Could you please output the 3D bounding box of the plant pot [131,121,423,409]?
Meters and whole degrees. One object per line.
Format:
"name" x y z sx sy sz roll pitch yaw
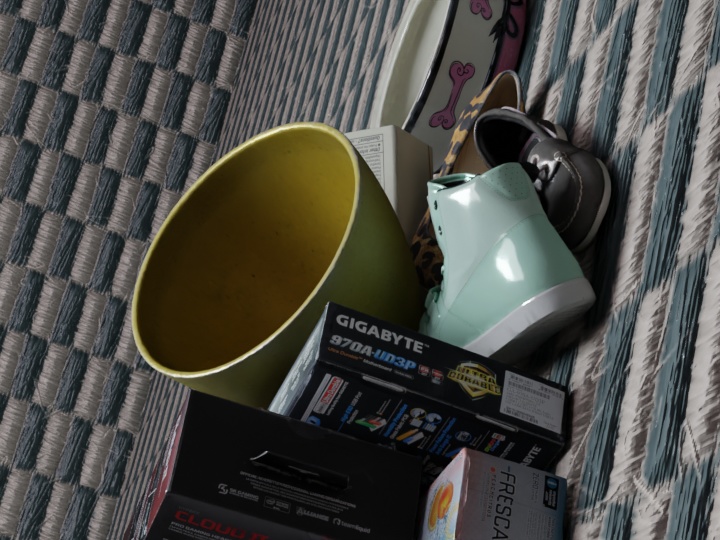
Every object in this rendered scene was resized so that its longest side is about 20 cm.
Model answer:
"plant pot" -0.036 0.019 1.191 0.199 0.142 0.201 -27 43 28

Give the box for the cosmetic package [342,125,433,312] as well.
"cosmetic package" 0.000 0.000 1.315 0.073 0.103 0.201 21 -115 -61

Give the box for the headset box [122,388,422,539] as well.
"headset box" -0.059 0.161 1.046 0.200 0.148 0.078 120 164 -50

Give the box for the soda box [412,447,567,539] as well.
"soda box" 0.052 0.183 1.036 0.200 0.068 0.064 122 162 -53

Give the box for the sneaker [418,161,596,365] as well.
"sneaker" 0.068 0.004 1.108 0.200 0.073 0.119 -41 68 54

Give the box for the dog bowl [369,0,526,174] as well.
"dog bowl" 0.075 -0.171 1.463 0.200 0.073 0.201 -161 90 -79

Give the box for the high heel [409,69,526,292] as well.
"high heel" 0.084 -0.060 1.240 0.200 0.071 0.143 -77 3 -70

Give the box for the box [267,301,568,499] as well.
"box" 0.017 0.117 1.075 0.200 0.158 0.046 120 166 -47

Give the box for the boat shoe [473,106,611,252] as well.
"boat shoe" 0.114 -0.063 1.146 0.200 0.057 0.067 -107 37 -71
